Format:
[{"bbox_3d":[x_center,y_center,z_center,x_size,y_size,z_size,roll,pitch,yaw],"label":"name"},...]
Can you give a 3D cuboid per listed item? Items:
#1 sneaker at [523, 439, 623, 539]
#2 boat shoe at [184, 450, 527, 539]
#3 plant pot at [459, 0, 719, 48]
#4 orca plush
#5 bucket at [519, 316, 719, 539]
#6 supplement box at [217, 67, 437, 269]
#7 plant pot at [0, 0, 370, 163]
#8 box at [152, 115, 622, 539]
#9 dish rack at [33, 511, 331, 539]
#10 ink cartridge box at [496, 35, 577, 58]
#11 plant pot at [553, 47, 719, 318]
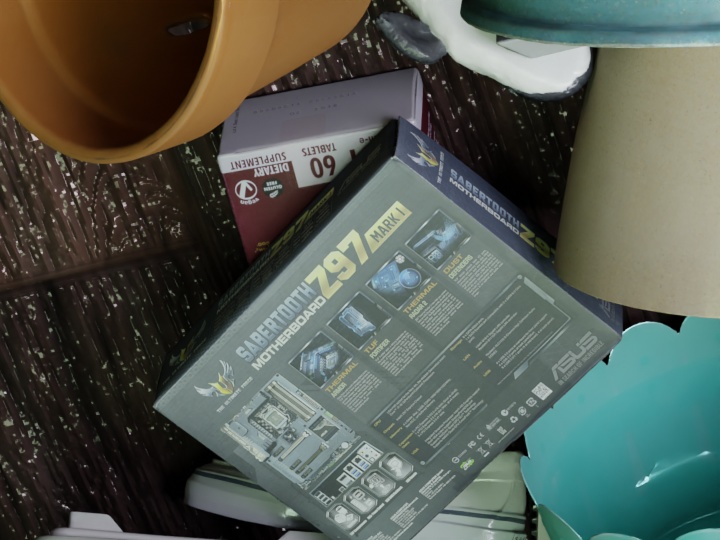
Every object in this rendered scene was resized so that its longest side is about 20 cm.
[{"bbox_3d":[0.142,0.160,1.591,0.089,0.070,0.201,-7,127,3],"label":"sneaker"},{"bbox_3d":[0.000,0.117,1.577,0.199,0.074,0.067,7,85,14],"label":"boat shoe"},{"bbox_3d":[0.133,-0.205,1.125,0.199,0.200,0.197,-3,107,6],"label":"plant pot"},{"bbox_3d":[0.031,-0.150,1.397,0.199,0.071,0.106,28,77,4],"label":"orca plush"},{"bbox_3d":[0.194,0.125,1.458,0.206,0.208,0.135,-12,122,12],"label":"bucket"},{"bbox_3d":[0.000,0.000,1.500,0.108,0.061,0.201,-10,122,9],"label":"supplement box"},{"bbox_3d":[-0.082,-0.161,1.325,0.199,0.140,0.201,16,113,42],"label":"plant pot"},{"bbox_3d":[0.013,0.041,1.455,0.157,0.051,0.200,36,115,-16],"label":"box"},{"bbox_3d":[-0.089,0.171,1.584,0.199,0.044,0.172,5,166,2],"label":"dish rack"},{"bbox_3d":[0.149,-0.164,1.292,0.199,0.095,0.037,-10,164,35],"label":"ink cartridge box"},{"bbox_3d":[0.188,-0.097,1.369,0.186,0.187,0.201,1,104,4],"label":"plant pot"}]
